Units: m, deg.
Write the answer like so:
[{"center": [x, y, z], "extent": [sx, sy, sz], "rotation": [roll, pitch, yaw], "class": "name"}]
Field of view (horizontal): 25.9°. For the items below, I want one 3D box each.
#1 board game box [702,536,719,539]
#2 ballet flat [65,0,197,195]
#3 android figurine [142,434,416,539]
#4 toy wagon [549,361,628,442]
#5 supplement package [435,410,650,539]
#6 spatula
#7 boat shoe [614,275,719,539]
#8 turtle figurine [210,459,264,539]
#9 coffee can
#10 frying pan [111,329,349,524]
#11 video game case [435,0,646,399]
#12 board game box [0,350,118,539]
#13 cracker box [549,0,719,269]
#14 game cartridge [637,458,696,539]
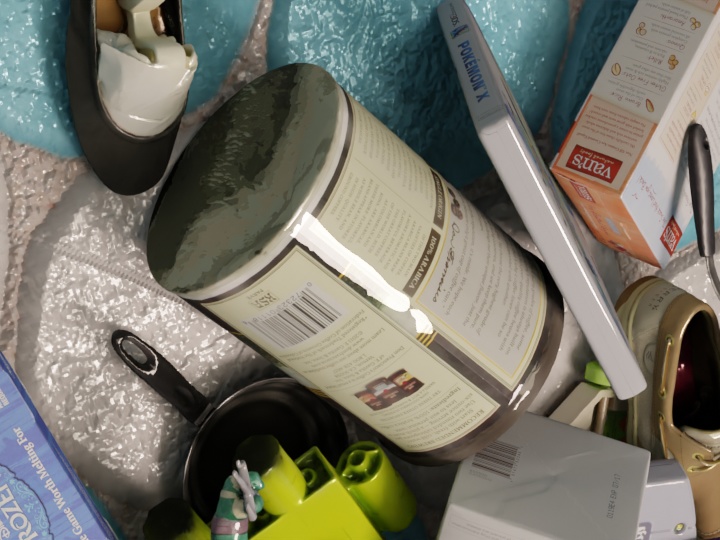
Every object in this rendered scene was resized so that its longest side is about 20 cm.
[{"center": [0.210, 0.273, 1.074], "extent": [0.119, 0.032, 0.202], "rotation": [-6, 121, -7], "class": "board game box"}, {"center": [-0.120, -0.134, 0.822], "extent": [0.068, 0.068, 0.202], "rotation": [-13, 108, -32], "class": "ballet flat"}, {"center": [-0.045, 0.180, 0.931], "extent": [0.181, 0.041, 0.200], "rotation": [-37, 134, -2], "class": "android figurine"}, {"center": [0.168, 0.141, 1.097], "extent": [0.198, 0.039, 0.157], "rotation": [3, 99, -34], "class": "toy wagon"}, {"center": [0.092, 0.201, 0.953], "extent": [0.114, 0.109, 0.201], "rotation": [-61, 167, -58], "class": "supplement package"}, {"center": [0.231, 0.004, 1.003], "extent": [0.056, 0.020, 0.202], "rotation": [-31, 110, -55], "class": "spatula"}, {"center": [0.222, 0.103, 1.059], "extent": [0.074, 0.066, 0.201], "rotation": [-30, 115, -25], "class": "boat shoe"}, {"center": [-0.044, 0.177, 0.809], "extent": [0.101, 0.150, 0.199], "rotation": [-44, 144, 15], "class": "turtle figurine"}, {"center": [0.000, 0.000, 0.886], "extent": [0.200, 0.146, 0.147], "rotation": [39, 79, -33], "class": "coffee can"}, {"center": [-0.087, 0.108, 0.921], "extent": [0.189, 0.031, 0.116], "rotation": [19, 92, -35], "class": "frying pan"}, {"center": [0.107, -0.047, 0.937], "extent": [0.022, 0.183, 0.201], "rotation": [-26, 119, 10], "class": "video game case"}, {"center": [-0.228, 0.152, 0.774], "extent": [0.198, 0.043, 0.201], "rotation": [-31, 102, -7], "class": "board game box"}, {"center": [0.207, -0.117, 1.023], "extent": [0.201, 0.057, 0.134], "rotation": [-62, 152, -8], "class": "cracker box"}, {"center": [0.159, 0.217, 1.062], "extent": [0.132, 0.041, 0.202], "rotation": [-2, 120, -12], "class": "game cartridge"}]
